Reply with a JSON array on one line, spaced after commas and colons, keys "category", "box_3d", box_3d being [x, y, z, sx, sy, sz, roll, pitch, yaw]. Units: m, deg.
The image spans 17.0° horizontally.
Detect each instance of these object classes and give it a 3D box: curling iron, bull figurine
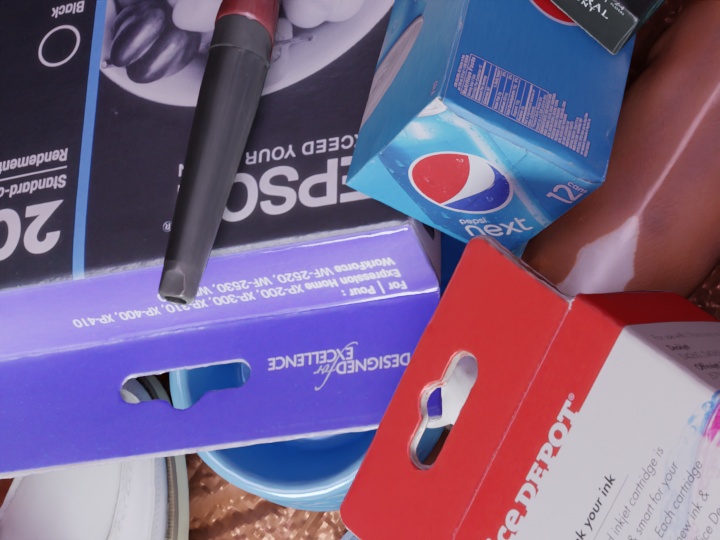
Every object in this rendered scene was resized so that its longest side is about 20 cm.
[{"category": "curling iron", "box_3d": [-0.045, -0.082, 0.835, 0.050, 0.026, 0.200, -13, 62, 43]}, {"category": "bull figurine", "box_3d": [0.096, -0.017, 0.845, 0.065, 0.121, 0.200, 39, 100, 8]}]

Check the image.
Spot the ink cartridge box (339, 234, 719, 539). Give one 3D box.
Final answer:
[{"category": "ink cartridge box", "box_3d": [0.099, 0.084, 0.731, 0.200, 0.067, 0.116, 37, 112, 30]}]

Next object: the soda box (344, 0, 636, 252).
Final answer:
[{"category": "soda box", "box_3d": [0.057, -0.109, 0.815, 0.064, 0.068, 0.200, 26, 57, -16]}]

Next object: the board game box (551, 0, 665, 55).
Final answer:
[{"category": "board game box", "box_3d": [0.093, -0.179, 0.793, 0.135, 0.028, 0.200, 41, 63, 5]}]

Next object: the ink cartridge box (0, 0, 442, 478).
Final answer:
[{"category": "ink cartridge box", "box_3d": [-0.065, -0.032, 0.859, 0.198, 0.043, 0.200, -10, 62, 21]}]

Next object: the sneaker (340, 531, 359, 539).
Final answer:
[{"category": "sneaker", "box_3d": [0.006, 0.196, 0.893, 0.075, 0.088, 0.200, -6, 92, 10]}]

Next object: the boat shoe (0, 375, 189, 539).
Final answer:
[{"category": "boat shoe", "box_3d": [-0.122, 0.132, 0.915, 0.075, 0.068, 0.200, 17, 97, 39]}]

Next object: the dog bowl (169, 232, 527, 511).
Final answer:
[{"category": "dog bowl", "box_3d": [0.000, 0.000, 0.903, 0.111, 0.050, 0.200, 32, 98, 8]}]
